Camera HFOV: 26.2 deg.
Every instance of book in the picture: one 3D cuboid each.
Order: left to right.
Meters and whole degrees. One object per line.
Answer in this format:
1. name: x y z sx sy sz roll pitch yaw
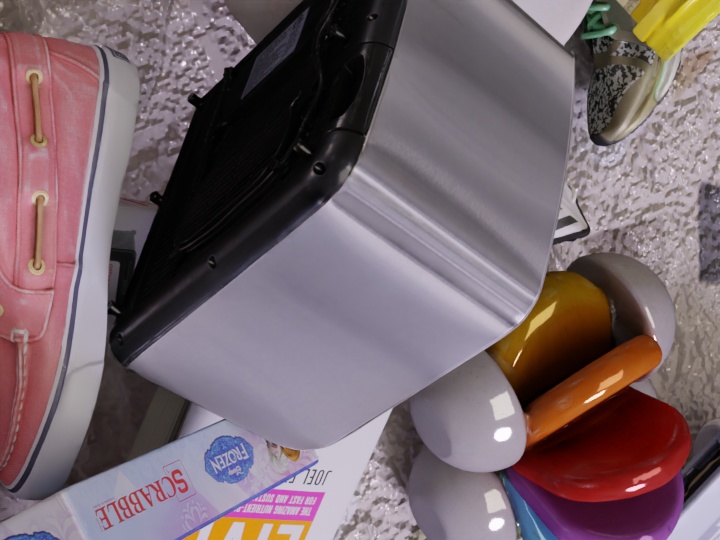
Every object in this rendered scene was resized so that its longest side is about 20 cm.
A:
1. book: -0.075 0.143 0.853 0.133 0.048 0.201 10 110 -37

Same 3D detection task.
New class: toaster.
1. toaster: -0.003 -0.044 0.687 0.118 0.200 0.182 33 45 -21

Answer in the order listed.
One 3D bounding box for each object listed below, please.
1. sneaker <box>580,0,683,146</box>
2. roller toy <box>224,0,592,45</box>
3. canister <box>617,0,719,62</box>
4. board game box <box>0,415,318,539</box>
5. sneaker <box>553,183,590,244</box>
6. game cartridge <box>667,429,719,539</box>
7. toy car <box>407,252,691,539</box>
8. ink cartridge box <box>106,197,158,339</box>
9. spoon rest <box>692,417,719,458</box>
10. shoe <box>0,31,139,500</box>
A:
1. sneaker: 0.152 -0.179 0.965 0.088 0.077 0.202 11 85 -22
2. roller toy: 0.030 -0.160 0.822 0.182 0.200 0.140 -45 117 -5
3. canister: 0.163 -0.244 0.897 0.148 0.087 0.200 -42 87 -13
4. board game box: -0.144 0.131 0.700 0.041 0.199 0.200 63 24 5
5. sneaker: 0.092 -0.078 0.907 0.116 0.075 0.201 53 43 -23
6. game cartridge: 0.245 0.194 1.043 0.133 0.041 0.200 36 105 -20
7. toy car: 0.129 0.101 0.919 0.174 0.150 0.201 -29 142 -25
8. ink cartridge box: -0.161 -0.007 0.769 0.199 0.116 0.068 5 94 -33
9. spoon rest: 0.270 0.179 1.100 0.099 0.061 0.201 -23 122 -25
10. shoe: -0.158 -0.005 0.664 0.090 0.071 0.202 10 87 -30
